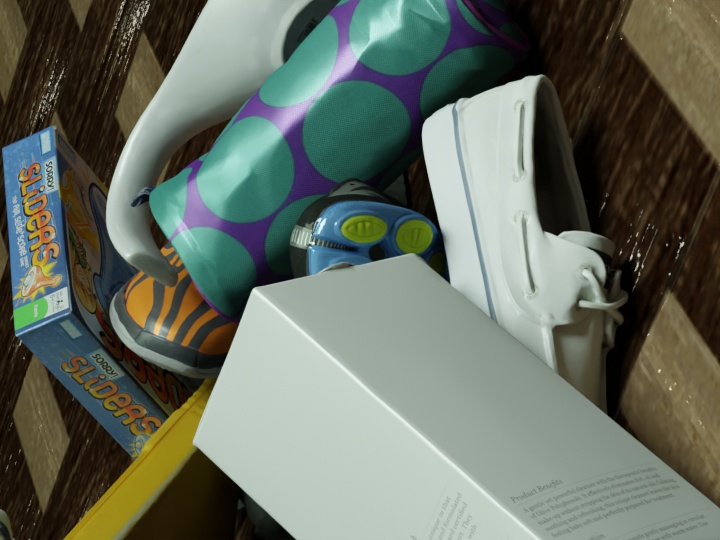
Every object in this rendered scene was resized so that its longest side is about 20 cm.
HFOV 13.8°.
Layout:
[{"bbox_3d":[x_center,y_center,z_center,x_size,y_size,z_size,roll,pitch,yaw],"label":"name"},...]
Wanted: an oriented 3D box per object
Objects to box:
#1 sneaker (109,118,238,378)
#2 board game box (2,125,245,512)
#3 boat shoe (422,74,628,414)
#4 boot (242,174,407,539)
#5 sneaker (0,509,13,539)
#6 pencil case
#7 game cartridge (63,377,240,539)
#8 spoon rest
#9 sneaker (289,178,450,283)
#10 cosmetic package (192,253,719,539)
[{"bbox_3d":[-0.071,-0.025,1.566,0.200,0.077,0.113,-68,1,-66],"label":"sneaker"},{"bbox_3d":[-0.127,0.033,1.617,0.034,0.200,0.136,-23,48,14],"label":"board game box"},{"bbox_3d":[0.080,0.006,1.272,0.065,0.073,0.201,-26,65,23],"label":"boat shoe"},{"bbox_3d":[-0.031,0.031,1.535,0.138,0.077,0.201,116,165,-63],"label":"boot"},{"bbox_3d":[-0.204,0.204,1.493,0.088,0.075,0.201,-83,12,-53],"label":"sneaker"},{"bbox_3d":[-0.012,-0.070,1.412,0.200,0.085,0.092,-44,6,14],"label":"pencil case"},{"bbox_3d":[-0.119,0.171,1.536,0.200,0.032,0.177,-52,-24,-51],"label":"game cartridge"},{"bbox_3d":[-0.063,-0.091,1.488,0.061,0.099,0.200,37,91,41],"label":"spoon rest"},{"bbox_3d":[0.000,0.000,1.331,0.071,0.082,0.200,-65,-14,3],"label":"sneaker"},{"bbox_3d":[0.042,0.085,1.175,0.200,0.107,0.085,40,122,31],"label":"cosmetic package"}]
